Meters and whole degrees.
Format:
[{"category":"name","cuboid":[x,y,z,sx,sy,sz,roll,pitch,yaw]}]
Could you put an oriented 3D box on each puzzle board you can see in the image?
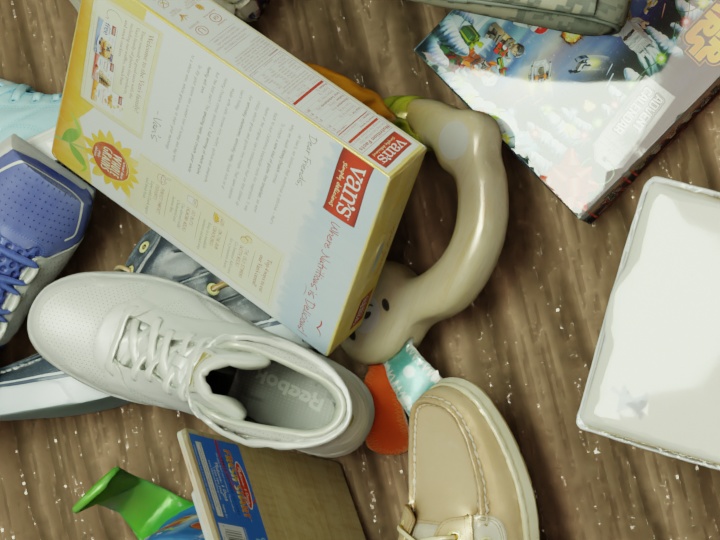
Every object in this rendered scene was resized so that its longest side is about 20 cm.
[{"category":"puzzle board","cuboid":[-0.027,0.185,1.283,0.017,0.151,0.201,-31,64,24]}]

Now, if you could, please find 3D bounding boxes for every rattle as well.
[{"category":"rattle","cuboid":[0.000,0.000,1.312,0.130,0.143,0.201,16,93,24]}]

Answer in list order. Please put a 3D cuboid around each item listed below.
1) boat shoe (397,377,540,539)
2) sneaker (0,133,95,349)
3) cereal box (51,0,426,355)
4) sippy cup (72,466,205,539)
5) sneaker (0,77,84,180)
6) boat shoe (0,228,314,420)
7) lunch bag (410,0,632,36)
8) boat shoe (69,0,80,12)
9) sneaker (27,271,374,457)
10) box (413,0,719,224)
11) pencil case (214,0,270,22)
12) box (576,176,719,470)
[{"category":"boat shoe","cuboid":[0.052,0.160,1.297,0.074,0.069,0.201,-1,101,51]},{"category":"sneaker","cuboid":[-0.223,0.031,1.363,0.080,0.115,0.199,31,117,-21]},{"category":"cereal box","cuboid":[-0.069,-0.063,1.278,0.200,0.040,0.144,35,138,14]},{"category":"sippy cup","cuboid":[-0.084,0.192,1.328,0.177,0.130,0.140,12,90,15]},{"category":"sneaker","cuboid":[-0.203,-0.086,1.411,0.199,0.074,0.082,-19,81,10]},{"category":"boat shoe","cuboid":[-0.129,0.025,1.388,0.199,0.071,0.091,-15,82,6]},{"category":"lunch bag","cuboid":[0.061,-0.219,1.253,0.199,0.139,0.168,11,97,-4]},{"category":"boat shoe","cuboid":[-0.130,-0.162,1.387,0.200,0.063,0.073,48,119,24]},{"category":"sneaker","cuboid":[-0.090,0.044,1.288,0.199,0.116,0.074,17,86,6]},{"category":"box","cuboid":[0.147,-0.144,1.338,0.200,0.040,0.137,-46,77,8]},{"category":"pencil case","cuboid":[-0.018,-0.223,1.364,0.200,0.078,0.090,-38,33,8]},{"category":"box","cuboid":[0.194,0.036,1.229,0.109,0.200,0.128,16,91,16]}]
